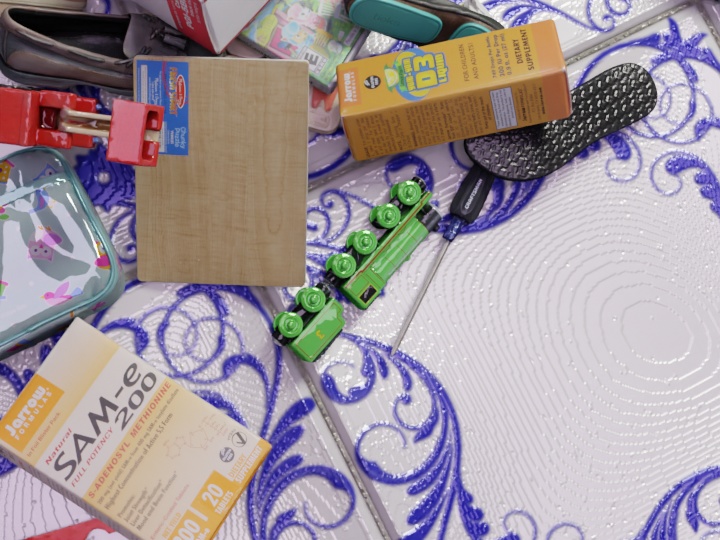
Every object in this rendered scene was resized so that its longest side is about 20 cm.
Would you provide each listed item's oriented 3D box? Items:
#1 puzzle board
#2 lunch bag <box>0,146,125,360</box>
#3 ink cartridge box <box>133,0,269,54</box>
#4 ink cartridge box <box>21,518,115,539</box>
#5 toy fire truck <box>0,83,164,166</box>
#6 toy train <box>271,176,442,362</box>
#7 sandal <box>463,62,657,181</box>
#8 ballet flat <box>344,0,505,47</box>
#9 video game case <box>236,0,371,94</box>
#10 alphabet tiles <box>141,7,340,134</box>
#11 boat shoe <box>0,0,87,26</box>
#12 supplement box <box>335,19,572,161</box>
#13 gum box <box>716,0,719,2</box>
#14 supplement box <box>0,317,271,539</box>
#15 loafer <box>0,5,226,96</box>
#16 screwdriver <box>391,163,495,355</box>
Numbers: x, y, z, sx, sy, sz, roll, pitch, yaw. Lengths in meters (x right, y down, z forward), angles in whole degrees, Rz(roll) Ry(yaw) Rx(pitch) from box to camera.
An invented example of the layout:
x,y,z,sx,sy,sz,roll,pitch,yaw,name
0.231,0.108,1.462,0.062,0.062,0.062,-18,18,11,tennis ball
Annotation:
x,y,z,sx,sy,sz,roll,pitch,yaw,name
-0.121,-0.085,1.112,0.150,0.017,0.201,2,106,3,puzzle board
-0.317,-0.008,1.092,0.200,0.077,0.161,-25,86,-8,lunch bag
-0.158,-0.305,1.107,0.200,0.083,0.147,34,73,18,ink cartridge box
-0.202,0.309,1.080,0.162,0.050,0.201,-15,88,-8,ink cartridge box
-0.226,-0.121,1.053,0.141,0.200,0.049,8,96,-1,toy fire truck
0.000,0.000,1.144,0.056,0.042,0.200,44,81,-9,toy train
0.184,-0.133,1.181,0.200,0.045,0.075,-23,90,-18,sandal
0.077,-0.227,1.156,0.200,0.068,0.069,24,50,-25,ballet flat
-0.054,-0.289,1.173,0.182,0.022,0.200,31,76,0,video game case
-0.107,-0.194,1.169,0.199,0.015,0.196,14,81,-4,alphabet tiles
-0.344,-0.227,1.128,0.199,0.072,0.065,-3,119,-17,boat shoe
0.080,-0.158,1.123,0.199,0.069,0.067,-13,55,8,supplement box
0.383,-0.351,1.224,0.169,0.045,0.201,23,80,-2,gum box
-0.192,0.149,1.077,0.200,0.074,0.126,33,71,1,supplement box
-0.214,-0.194,1.106,0.199,0.063,0.072,-1,51,-9,loafer
0.070,-0.014,1.156,0.029,0.028,0.200,38,76,-29,screwdriver
